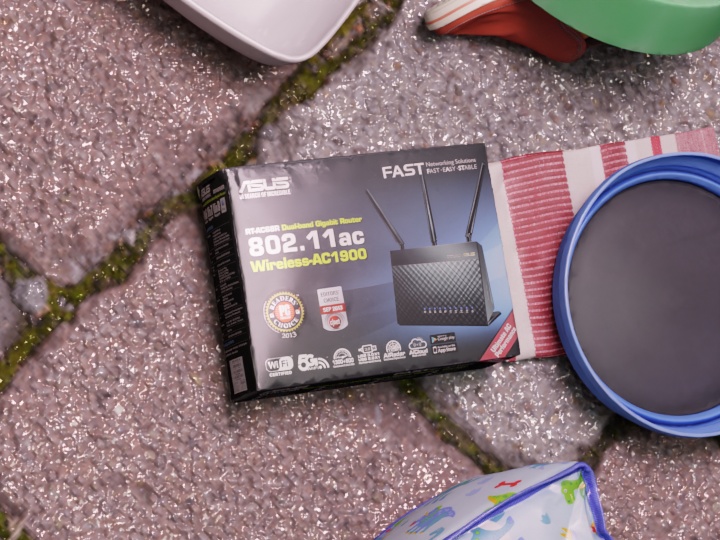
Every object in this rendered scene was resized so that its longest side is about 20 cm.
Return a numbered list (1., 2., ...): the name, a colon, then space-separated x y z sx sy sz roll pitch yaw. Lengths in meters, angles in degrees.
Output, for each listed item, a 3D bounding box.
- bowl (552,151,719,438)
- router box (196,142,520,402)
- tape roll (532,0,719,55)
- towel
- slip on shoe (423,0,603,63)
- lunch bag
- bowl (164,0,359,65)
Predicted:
1. bowl: 0.227 0.017 1.650 0.199 0.039 0.202 2 83 -20
2. router box: 0.000 0.000 1.572 0.199 0.062 0.151 -7 82 -22
3. tape roll: 0.180 -0.237 1.638 0.199 0.048 0.201 16 41 -14
4. towel: 0.179 -0.019 1.669 0.199 0.023 0.145 -9 86 -21
5. slip on shoe: 0.139 -0.179 1.656 0.199 0.074 0.062 -5 85 -27
6. lunch bag: 0.054 0.215 1.498 0.199 0.170 0.128 -23 89 -24
7. bowl: -0.079 -0.251 1.579 0.200 0.075 0.200 37 70 -13
